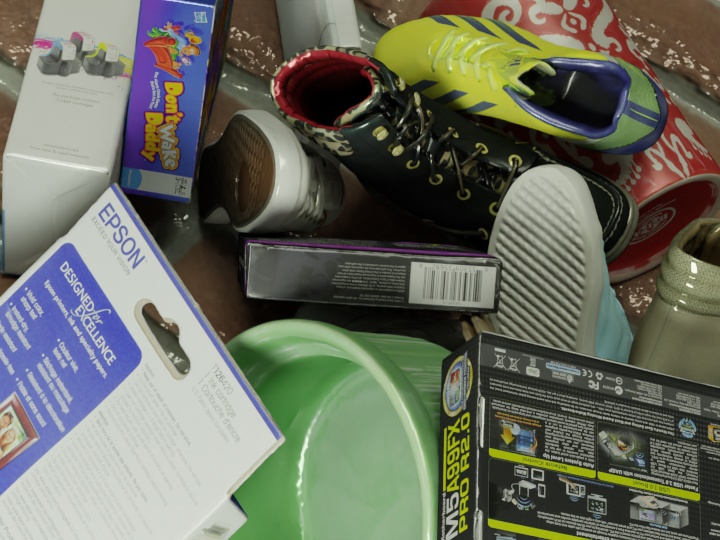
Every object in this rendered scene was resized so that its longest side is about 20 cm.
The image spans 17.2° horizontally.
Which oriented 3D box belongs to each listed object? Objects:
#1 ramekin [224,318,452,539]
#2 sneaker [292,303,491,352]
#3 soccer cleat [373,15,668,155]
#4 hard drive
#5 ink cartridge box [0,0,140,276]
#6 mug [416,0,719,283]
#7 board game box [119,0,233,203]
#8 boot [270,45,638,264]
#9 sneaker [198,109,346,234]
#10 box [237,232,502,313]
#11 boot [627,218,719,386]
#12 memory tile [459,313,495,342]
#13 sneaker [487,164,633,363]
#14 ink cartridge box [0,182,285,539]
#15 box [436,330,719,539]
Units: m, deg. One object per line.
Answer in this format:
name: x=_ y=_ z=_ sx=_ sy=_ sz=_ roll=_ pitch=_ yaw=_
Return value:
ramekin: x=-0.005 y=0.126 z=1.290 sx=0.098 sy=0.200 sz=0.200 roll=0 pitch=45 yaw=-47
sneaker: x=0.006 y=0.046 z=1.435 sx=0.199 sy=0.078 sz=0.100 roll=-11 pitch=48 yaw=-21
soccer cleat: x=0.091 y=-0.120 z=1.452 sx=0.200 sy=0.084 sz=0.065 roll=18 pitch=90 yaw=26
hard drive: x=-0.031 y=-0.175 z=1.564 sx=0.027 sy=0.132 sz=0.200 roll=-1 pitch=52 yaw=-11
ink cartridge box: x=-0.174 y=-0.103 z=1.494 sx=0.068 sy=0.115 sz=0.200 roll=10 pitch=50 yaw=-2
mug: x=0.124 y=-0.086 z=1.551 sx=0.133 sy=0.178 sz=0.200 roll=5 pitch=44 yaw=-55
board game box: x=-0.109 y=-0.152 z=1.494 sx=0.045 sy=0.135 sz=0.200 roll=9 pitch=32 yaw=-2
boot: x=0.053 y=-0.065 z=1.427 sx=0.203 sy=0.154 sz=0.074 roll=20 pitch=82 yaw=32
sneaker: x=-0.042 y=-0.058 z=1.445 sx=0.084 sy=0.200 sz=0.073 roll=3 pitch=92 yaw=-13
box: x=0.000 y=0.000 z=1.406 sx=0.142 sy=0.200 sz=0.036 roll=3 pitch=94 yaw=-4
boot: x=0.207 y=0.047 z=1.380 sx=0.072 sy=0.155 sz=0.200 roll=28 pitch=18 yaw=28
memory tile: x=0.110 y=0.112 z=1.322 sx=0.017 sy=0.153 sz=0.200 roll=-29 pitch=91 yaw=3
sneaker: x=0.125 y=0.028 z=1.414 sx=0.074 sy=0.201 sz=0.082 roll=7 pitch=21 yaw=29
ink cartridge box: x=-0.148 y=0.090 z=1.317 sx=0.200 sy=0.047 sz=0.198 roll=-42 pitch=60 yaw=12
box: x=0.135 y=0.129 z=1.207 sx=0.199 sy=0.044 sz=0.161 roll=13 pitch=63 yaw=-22
